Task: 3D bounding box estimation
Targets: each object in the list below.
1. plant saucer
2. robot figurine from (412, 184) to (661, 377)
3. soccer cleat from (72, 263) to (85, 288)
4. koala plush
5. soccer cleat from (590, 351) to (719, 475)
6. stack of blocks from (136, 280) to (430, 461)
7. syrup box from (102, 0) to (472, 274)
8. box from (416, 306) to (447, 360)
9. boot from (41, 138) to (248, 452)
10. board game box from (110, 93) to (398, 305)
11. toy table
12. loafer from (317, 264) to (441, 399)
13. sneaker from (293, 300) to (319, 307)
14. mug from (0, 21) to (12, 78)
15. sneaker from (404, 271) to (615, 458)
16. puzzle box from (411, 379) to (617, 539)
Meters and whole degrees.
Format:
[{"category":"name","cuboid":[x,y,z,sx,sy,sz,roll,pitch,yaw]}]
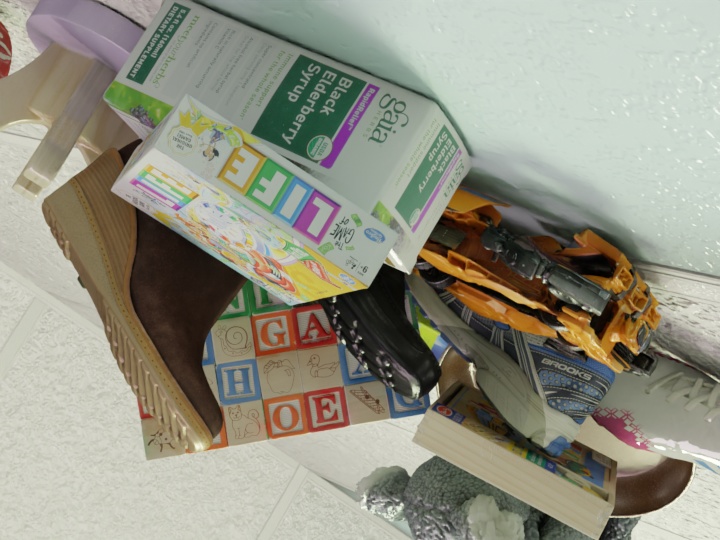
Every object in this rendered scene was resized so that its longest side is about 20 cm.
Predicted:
[{"category":"plant saucer","cuboid":[0.150,0.100,1.338,0.199,0.032,0.201,20,143,16]},{"category":"robot figurine","cuboid":[0.095,-0.002,1.120,0.199,0.058,0.145,25,168,35]},{"category":"soccer cleat","cuboid":[-0.159,-0.038,1.397,0.065,0.084,0.200,44,-155,-13]},{"category":"koala plush","cuboid":[0.110,0.195,1.496,0.177,0.185,0.199,18,-174,43]},{"category":"soccer cleat","cuboid":[0.235,0.095,1.192,0.199,0.070,0.087,27,153,8]},{"category":"stack of blocks","cuboid":[-0.057,0.058,1.289,0.198,0.116,0.059,-9,177,-1]},{"category":"syrup box","cuboid":[-0.042,-0.081,1.080,0.199,0.079,0.081,25,168,29]},{"category":"box","cuboid":[0.079,0.048,1.430,0.199,0.048,0.122,30,169,4]},{"category":"boot","cuboid":[-0.088,-0.004,1.168,0.201,0.165,0.072,60,161,14]},{"category":"board game box","cuboid":[-0.066,-0.034,1.050,0.134,0.034,0.200,33,169,-9]},{"category":"toy table","cuboid":[-0.203,-0.108,1.307,0.183,0.118,0.200,31,170,1]},{"category":"loafer","cuboid":[0.000,0.000,1.220,0.201,0.070,0.068,52,165,35]},{"category":"sneaker","cuboid":[0.001,0.060,1.416,0.087,0.075,0.200,30,-179,-22]},{"category":"mug","cuboid":[-0.359,-0.207,1.369,0.133,0.179,0.200,-18,148,26]},{"category":"sneaker","cuboid":[0.102,0.033,1.232,0.077,0.085,0.200,38,-169,-50]},{"category":"puzzle box","cuboid":[0.107,0.121,1.242,0.132,0.026,0.200,27,-174,6]}]
